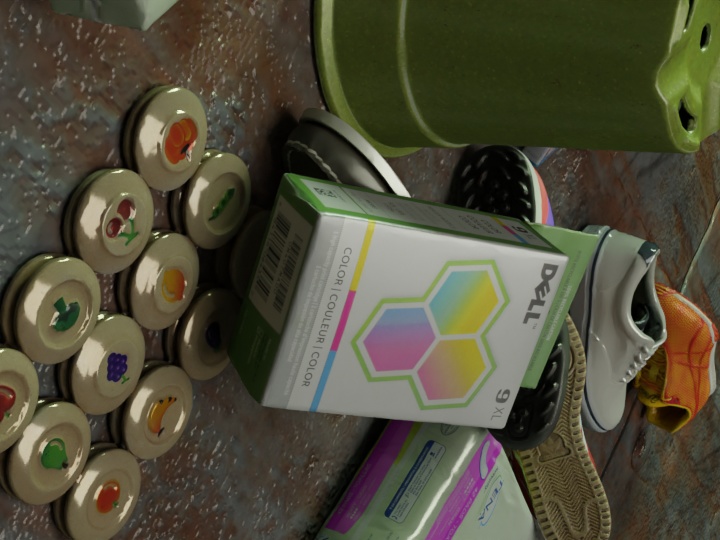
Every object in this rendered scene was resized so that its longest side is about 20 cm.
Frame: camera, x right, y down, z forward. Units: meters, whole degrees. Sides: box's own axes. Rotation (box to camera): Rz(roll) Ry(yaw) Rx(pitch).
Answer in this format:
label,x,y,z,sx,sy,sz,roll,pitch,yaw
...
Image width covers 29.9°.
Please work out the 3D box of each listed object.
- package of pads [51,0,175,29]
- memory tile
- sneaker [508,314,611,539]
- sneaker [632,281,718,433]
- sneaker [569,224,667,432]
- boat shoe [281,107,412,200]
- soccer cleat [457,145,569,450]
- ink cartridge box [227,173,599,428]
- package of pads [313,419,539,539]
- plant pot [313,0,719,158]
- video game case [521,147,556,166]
label,x,y,z,sx,sy,sz,roll,pitch,yaw
package of pads,-0.081,-0.218,0.512,0.155,0.068,0.200,-50,142,-33
memory tile,-0.108,0.024,0.647,0.200,0.017,0.153,-60,146,-22
sneaker,0.139,0.111,1.025,0.112,0.071,0.200,21,58,-89
sneaker,0.286,0.085,1.243,0.077,0.073,0.200,-48,139,-20
sneaker,0.213,0.058,1.111,0.073,0.071,0.200,-43,137,-40
boat shoe,0.002,0.001,0.754,0.060,0.072,0.202,-42,131,-20
soccer cleat,0.107,0.019,0.883,0.073,0.068,0.200,26,55,-60
ink cartridge box,0.042,0.022,0.707,0.200,0.059,0.104,9,110,-28
package of pads,0.048,0.188,0.920,0.155,0.068,0.200,-56,145,-24
plant pot,0.109,-0.142,0.744,0.200,0.190,0.200,-32,130,-48
video game case,0.193,-0.170,0.928,0.143,0.018,0.200,-41,167,-41
